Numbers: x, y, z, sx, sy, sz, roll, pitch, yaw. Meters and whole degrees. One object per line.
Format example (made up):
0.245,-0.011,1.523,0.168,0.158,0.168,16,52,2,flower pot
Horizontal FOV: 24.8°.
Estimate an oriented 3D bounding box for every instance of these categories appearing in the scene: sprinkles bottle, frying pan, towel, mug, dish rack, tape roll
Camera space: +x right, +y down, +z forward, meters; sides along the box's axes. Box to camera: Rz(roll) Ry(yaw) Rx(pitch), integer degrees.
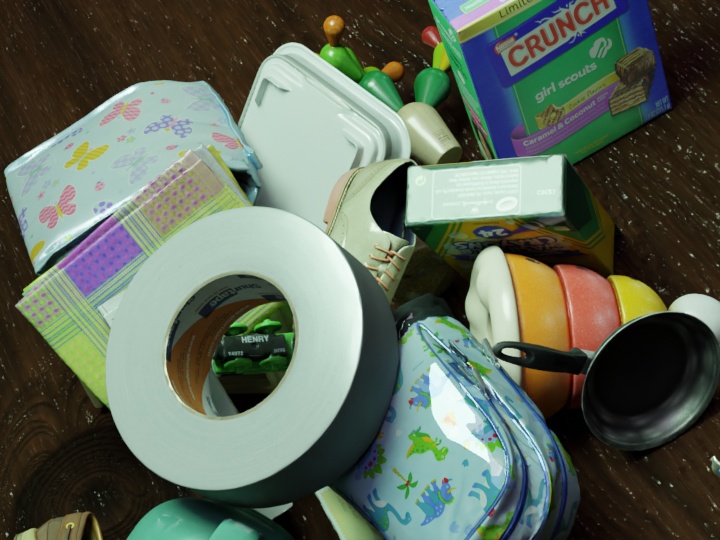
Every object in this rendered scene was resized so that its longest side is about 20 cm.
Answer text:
0.015,-0.054,1.441,0.068,0.068,0.200,-29,45,-4,sprinkles bottle
0.176,0.084,1.193,0.189,0.116,0.031,-8,27,-17,frying pan
-0.154,0.012,1.301,0.200,0.144,0.023,-39,13,3,towel
-0.094,0.231,1.158,0.185,0.152,0.115,-14,38,49,mug
-0.055,-0.075,1.398,0.171,0.201,0.043,39,30,28,dish rack
-0.076,0.060,1.135,0.199,0.066,0.202,-10,67,23,tape roll

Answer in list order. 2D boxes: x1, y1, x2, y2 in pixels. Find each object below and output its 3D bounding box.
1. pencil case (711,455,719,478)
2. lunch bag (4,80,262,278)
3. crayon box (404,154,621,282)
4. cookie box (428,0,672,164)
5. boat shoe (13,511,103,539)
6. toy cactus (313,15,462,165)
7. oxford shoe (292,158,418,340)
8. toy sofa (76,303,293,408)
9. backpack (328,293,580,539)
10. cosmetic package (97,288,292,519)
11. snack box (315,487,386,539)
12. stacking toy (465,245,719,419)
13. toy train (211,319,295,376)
0.344,0.127,1.123,0.199,0.078,0.090,-25,64,1,pencil case
-0.181,-0.061,1.388,0.199,0.127,0.170,-35,39,1,lunch bag
0.127,-0.032,1.306,0.125,0.200,0.052,-3,74,21,crayon box
0.164,-0.188,1.405,0.170,0.200,0.075,-29,44,-4,cookie box
-0.209,0.259,1.251,0.067,0.072,0.200,-31,42,-3,boat shoe
0.033,-0.156,1.457,0.199,0.103,0.165,-18,53,-39,toy cactus
0.000,0.000,1.262,0.074,0.071,0.201,-23,50,52,oxford shoe
-0.144,0.056,1.401,0.199,0.083,0.098,-3,43,21,toy sofa
0.058,0.133,1.148,0.163,0.154,0.200,-46,73,6,backpack
-0.127,0.103,1.261,0.050,0.201,0.083,-32,10,-7,cosmetic package
0.033,0.174,1.247,0.116,0.037,0.200,-29,45,-4,snack box
0.186,0.048,1.258,0.199,0.147,0.147,-4,45,-5,stacking toy
-0.028,0.062,1.306,0.199,0.056,0.042,-2,69,-21,toy train
